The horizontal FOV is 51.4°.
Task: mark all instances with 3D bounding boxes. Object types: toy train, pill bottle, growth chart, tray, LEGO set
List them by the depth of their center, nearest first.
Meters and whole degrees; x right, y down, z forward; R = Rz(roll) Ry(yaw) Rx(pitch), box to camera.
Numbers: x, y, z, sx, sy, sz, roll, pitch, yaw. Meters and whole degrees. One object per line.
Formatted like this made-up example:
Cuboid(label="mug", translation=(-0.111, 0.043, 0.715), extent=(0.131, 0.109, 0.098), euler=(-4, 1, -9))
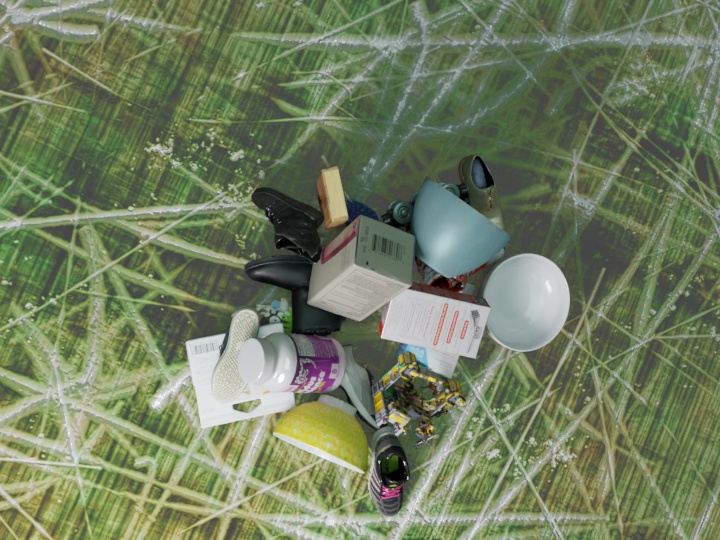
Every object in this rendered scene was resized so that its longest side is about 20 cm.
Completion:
Cuboid(label="pill bottle", translation=(-0.131, 0.177, 1.428), extent=(0.198, 0.111, 0.114), euler=(9, 87, -44))
Cuboid(label="tray", translation=(-0.059, -0.137, 1.471), extent=(0.036, 0.200, 0.100), euler=(-12, 90, -7))
Cuboid(label="LEGO set", translation=(0.117, 0.269, 1.479), extent=(0.153, 0.117, 0.200), euler=(-37, 123, 20))
Cuboid(label="growth chart", translation=(-0.173, 0.132, 1.543), extent=(0.197, 0.018, 0.147), euler=(-6, 88, -8))
Cuboid(label="toy train", translation=(0.143, -0.109, 1.557), extent=(0.198, 0.085, 0.115), euler=(-22, 100, -6))

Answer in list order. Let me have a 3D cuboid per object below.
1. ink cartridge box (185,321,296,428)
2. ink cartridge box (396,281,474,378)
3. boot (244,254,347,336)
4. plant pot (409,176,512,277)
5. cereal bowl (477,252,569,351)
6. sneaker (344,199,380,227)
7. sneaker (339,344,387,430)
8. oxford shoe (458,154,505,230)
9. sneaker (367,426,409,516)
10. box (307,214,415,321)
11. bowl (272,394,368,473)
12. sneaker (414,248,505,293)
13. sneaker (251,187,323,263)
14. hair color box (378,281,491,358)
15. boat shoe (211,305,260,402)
Cuboid(label="ink cartridge box", translation=(-0.237, 0.207, 1.501), extent=(0.197, 0.044, 0.176), euler=(-10, 89, -8))
Cuboid(label="ink cartridge box", translation=(0.165, 0.107, 1.557), extent=(0.114, 0.068, 0.203), euler=(21, 86, -6))
Cuboid(label="boot", translation=(-0.130, 0.054, 1.507), extent=(0.195, 0.073, 0.165), euler=(-4, 77, -17))
Cuboid(label="plant pot", translation=(0.171, -0.067, 1.434), extent=(0.199, 0.200, 0.136), euler=(34, 99, -5))
Cuboid(label="cereal bowl", translation=(0.331, 0.063, 1.564), extent=(0.197, 0.083, 0.203), euler=(-1, 94, -13))
Cuboid(label="sneaker", translation=(0.025, -0.060, 1.528), extent=(0.200, 0.078, 0.070), euler=(42, 49, 20))
Cuboid(label="sneaker", translation=(0.003, 0.243, 1.534), extent=(0.079, 0.074, 0.202), euler=(-33, 92, -12))
Cuboid(label="oxford shoe", translation=(0.259, -0.147, 1.572), extent=(0.070, 0.074, 0.202), euler=(-23, 91, -7))
Cuboid(label="sneaker", translation=(0.059, 0.421, 1.509), extent=(0.073, 0.088, 0.203), euler=(-5, 110, -12))
Cuboid(label="box", translation=(0.000, 0.000, 1.426), extent=(0.126, 0.200, 0.110), euler=(19, 59, -23))
Cuboid(label="bowl", translation=(-0.063, 0.309, 1.471), extent=(0.198, 0.200, 0.109), euler=(24, 73, -5))
Cuboid(label="sneaker", translation=(0.215, -0.002, 1.536), extent=(0.198, 0.068, 0.109), euler=(-3, 44, -13))
Cuboid(label="sneaker", translation=(-0.152, -0.091, 1.489), extent=(0.198, 0.060, 0.105), euler=(22, 63, 17))
Cuboid(label="hair color box", translation=(0.145, 0.093, 1.475), extent=(0.197, 0.064, 0.112), euler=(13, 106, -7))
Cuboid(label="boat shoe", translation=(-0.240, 0.161, 1.453), extent=(0.074, 0.062, 0.203), euler=(14, 100, -11))
